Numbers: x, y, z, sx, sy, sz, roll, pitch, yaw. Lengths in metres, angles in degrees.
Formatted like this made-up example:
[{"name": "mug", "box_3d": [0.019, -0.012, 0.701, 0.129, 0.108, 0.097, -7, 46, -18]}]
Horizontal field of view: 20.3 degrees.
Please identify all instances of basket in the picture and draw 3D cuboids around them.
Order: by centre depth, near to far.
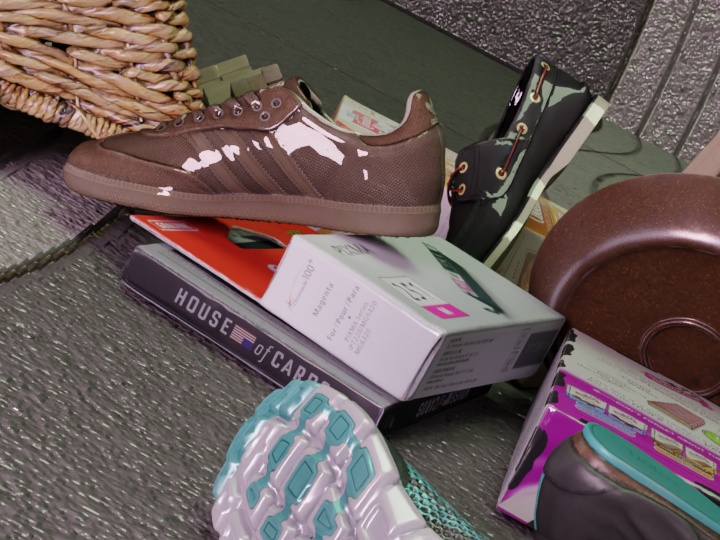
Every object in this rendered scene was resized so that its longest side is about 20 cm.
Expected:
[{"name": "basket", "box_3d": [-0.170, -0.116, 1.145, 0.141, 0.150, 0.200, -13, 10, -10]}]

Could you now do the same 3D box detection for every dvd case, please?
[{"name": "dvd case", "box_3d": [-0.020, 0.030, 1.039, 0.150, 0.025, 0.200, 32, 13, 15]}]

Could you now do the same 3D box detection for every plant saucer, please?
[{"name": "plant saucer", "box_3d": [0.183, 0.041, 1.104, 0.199, 0.201, 0.035, 28, 40, 3]}]

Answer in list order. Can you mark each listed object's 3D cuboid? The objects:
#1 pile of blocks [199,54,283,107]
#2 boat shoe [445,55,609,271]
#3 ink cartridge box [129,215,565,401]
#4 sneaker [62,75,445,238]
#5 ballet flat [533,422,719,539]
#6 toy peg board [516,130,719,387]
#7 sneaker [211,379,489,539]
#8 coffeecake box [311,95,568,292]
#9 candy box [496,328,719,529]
[{"name": "pile of blocks", "box_3d": [-0.086, -0.097, 1.380, 0.062, 0.083, 0.200, -19, 12, -8]}, {"name": "boat shoe", "box_3d": [0.080, -0.047, 1.235, 0.063, 0.202, 0.074, 35, -27, -2]}, {"name": "ink cartridge box", "box_3d": [0.000, 0.000, 1.046, 0.173, 0.044, 0.200, 34, 13, 19]}, {"name": "sneaker", "box_3d": [-0.053, -0.063, 1.029, 0.198, 0.076, 0.070, 7, 4, 9]}, {"name": "ballet flat", "box_3d": [0.163, 0.139, 0.876, 0.199, 0.069, 0.068, 29, 13, 3]}, {"name": "toy peg board", "box_3d": [0.221, 0.022, 1.227, 0.098, 0.200, 0.199, 48, 19, 21]}, {"name": "sneaker", "box_3d": [0.021, 0.115, 0.702, 0.091, 0.078, 0.200, 38, 5, -46]}, {"name": "coffeecake box", "box_3d": [0.058, -0.033, 1.352, 0.199, 0.074, 0.154, 26, 13, -4]}, {"name": "candy box", "box_3d": [0.147, 0.102, 1.012, 0.136, 0.061, 0.200, 28, 13, 5]}]
